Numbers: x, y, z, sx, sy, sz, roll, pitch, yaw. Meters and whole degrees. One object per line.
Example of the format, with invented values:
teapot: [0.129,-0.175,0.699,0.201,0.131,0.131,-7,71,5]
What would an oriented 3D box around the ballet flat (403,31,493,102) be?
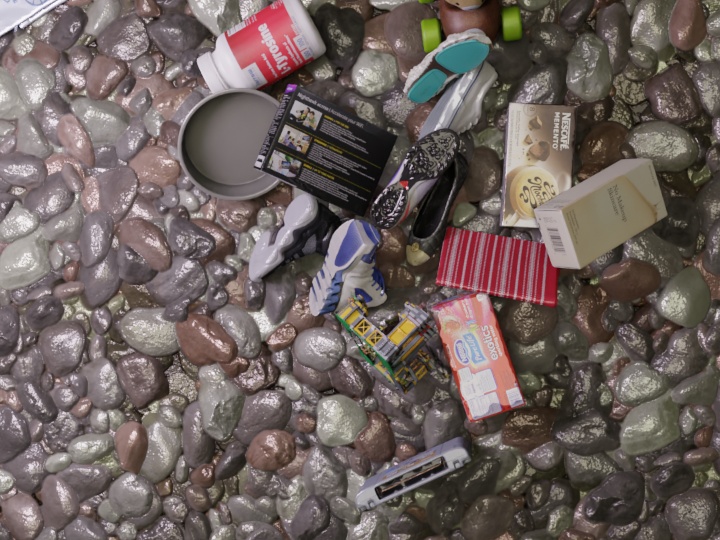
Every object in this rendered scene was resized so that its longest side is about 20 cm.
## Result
ballet flat: [0.136,-0.342,1.658,0.199,0.071,0.072,-29,88,49]

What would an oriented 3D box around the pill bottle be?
pill bottle: [-0.166,-0.363,1.711,0.199,0.112,0.113,-29,89,6]

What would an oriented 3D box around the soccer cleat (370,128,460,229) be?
soccer cleat: [0.092,-0.153,1.694,0.068,0.073,0.200,41,108,7]

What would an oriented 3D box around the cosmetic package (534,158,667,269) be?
cosmetic package: [0.381,-0.091,1.633,0.199,0.073,0.104,-29,107,-22]

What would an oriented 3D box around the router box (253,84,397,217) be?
router box: [-0.055,-0.195,1.694,0.199,0.051,0.150,24,92,-23]

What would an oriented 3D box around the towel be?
towel: [0.228,-0.005,1.683,0.198,0.145,0.023,11,131,5]

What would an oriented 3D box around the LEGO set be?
LEGO set: [0.060,0.100,1.668,0.116,0.200,0.154,-44,49,-10]

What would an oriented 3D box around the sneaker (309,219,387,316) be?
sneaker: [0.000,0.001,1.703,0.114,0.081,0.200,5,137,-28]

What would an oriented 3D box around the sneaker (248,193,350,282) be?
sneaker: [-0.100,-0.037,1.731,0.113,0.076,0.200,22,129,-30]

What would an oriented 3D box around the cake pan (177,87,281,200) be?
cake pan: [-0.204,-0.213,1.712,0.198,0.037,0.202,-6,122,-10]

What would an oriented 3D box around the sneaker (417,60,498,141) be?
sneaker: [0.161,-0.257,1.705,0.070,0.073,0.201,27,105,-18]

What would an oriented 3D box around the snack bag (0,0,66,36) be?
snack bag: [-0.634,-0.502,1.799,0.199,0.021,0.190,-31,88,5]

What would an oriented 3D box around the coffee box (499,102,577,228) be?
coffee box: [0.290,-0.170,1.688,0.112,0.080,0.202,4,93,5]

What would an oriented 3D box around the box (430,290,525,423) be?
box: [0.193,0.136,1.701,0.099,0.095,0.202,-20,90,5]

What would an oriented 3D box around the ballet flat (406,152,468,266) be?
ballet flat: [0.119,-0.104,1.713,0.066,0.057,0.202,22,90,34]

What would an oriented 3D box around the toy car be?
toy car: [0.171,-0.436,1.631,0.162,0.200,0.160,-7,91,6]

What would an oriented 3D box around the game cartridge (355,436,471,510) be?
game cartridge: [0.088,0.332,1.699,0.198,0.133,0.042,-26,90,5]
